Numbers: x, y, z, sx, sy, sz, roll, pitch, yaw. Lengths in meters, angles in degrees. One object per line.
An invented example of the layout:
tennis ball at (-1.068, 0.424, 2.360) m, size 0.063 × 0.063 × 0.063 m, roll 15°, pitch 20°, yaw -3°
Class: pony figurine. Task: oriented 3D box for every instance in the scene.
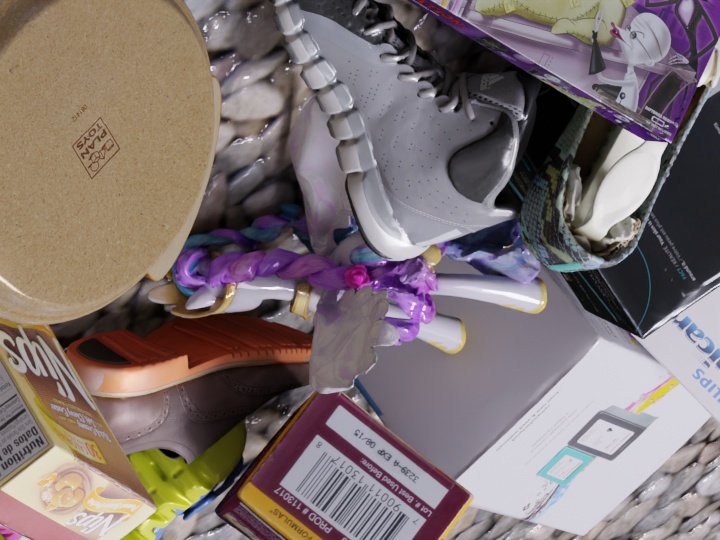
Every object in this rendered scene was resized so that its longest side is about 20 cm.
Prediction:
pony figurine at (0.000, 0.000, 1.582) m, size 0.200 × 0.167 × 0.193 m, roll 3°, pitch 164°, yaw -27°

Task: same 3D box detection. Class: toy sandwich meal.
toy sandwich meal at (-0.148, -0.068, 1.372) m, size 0.205 × 0.070 × 0.206 m, roll -21°, pitch 120°, yaw -42°

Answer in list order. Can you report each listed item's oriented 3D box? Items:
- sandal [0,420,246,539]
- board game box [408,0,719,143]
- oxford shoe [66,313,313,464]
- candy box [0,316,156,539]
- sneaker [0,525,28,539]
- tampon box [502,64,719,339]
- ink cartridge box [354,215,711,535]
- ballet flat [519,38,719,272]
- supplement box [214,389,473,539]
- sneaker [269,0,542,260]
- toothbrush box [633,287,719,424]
sandal at (-0.141, 0.145, 1.719) m, size 0.200 × 0.080 × 0.087 m, roll -35°, pitch 173°, yaw 12°
board game box at (0.094, -0.157, 1.333) m, size 0.200 × 0.032 × 0.120 m, roll 27°, pitch 80°, yaw -28°
oxford shoe at (-0.095, 0.070, 1.630) m, size 0.200 × 0.071 × 0.073 m, roll -7°, pitch 111°, yaw -43°
candy box at (-0.189, 0.044, 1.393) m, size 0.055 × 0.200 × 0.115 m, roll -38°, pitch 151°, yaw 6°
sneaker at (-0.207, 0.104, 1.595) m, size 0.088 × 0.081 × 0.200 m, roll -46°, pitch 155°, yaw 9°
tampon box at (0.152, -0.064, 1.560) m, size 0.126 × 0.150 × 0.200 m, roll -34°, pitch -174°, yaw -2°
ink cartridge box at (0.108, 0.059, 1.778) m, size 0.146 × 0.147 × 0.200 m, roll -45°, pitch 150°, yaw 15°
ballet flat at (0.150, -0.086, 1.422) m, size 0.074 × 0.074 × 0.200 m, roll 20°, pitch 95°, yaw -56°
supplement box at (-0.013, 0.139, 1.656) m, size 0.086 × 0.110 × 0.200 m, roll -51°, pitch 180°, yaw -10°
sneaker at (0.033, -0.107, 1.427) m, size 0.115 × 0.075 × 0.200 m, roll -12°, pitch 114°, yaw 23°
toothbrush box at (0.229, 0.012, 1.768) m, size 0.086 × 0.146 × 0.200 m, roll -45°, pitch 175°, yaw 17°
